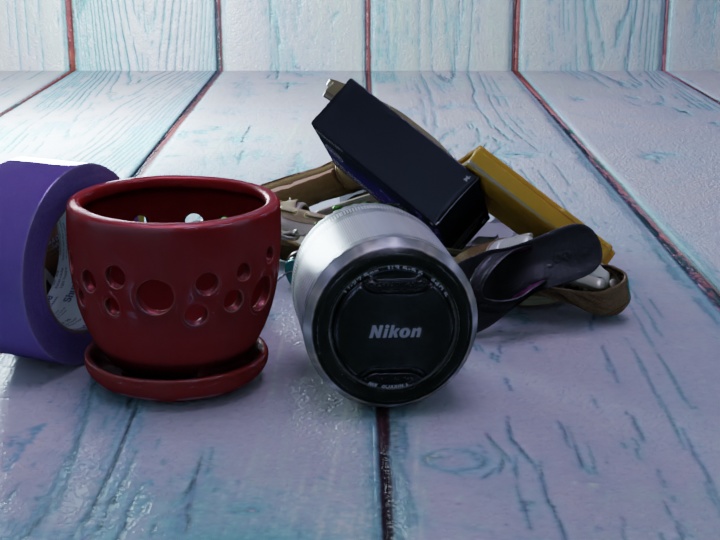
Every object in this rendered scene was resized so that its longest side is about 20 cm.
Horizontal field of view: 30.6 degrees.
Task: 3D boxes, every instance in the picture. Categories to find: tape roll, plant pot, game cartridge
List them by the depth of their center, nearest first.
[{"bbox_3d":[-0.173,0.017,1.241,0.199,0.184,0.200,0,15,0],"label":"plant pot"},{"bbox_3d":[-0.307,-0.010,1.308,0.085,0.201,0.200,7,17,24],"label":"tape roll"},{"bbox_3d":[0.197,-0.069,1.543,0.200,0.033,0.176,35,-4,-4],"label":"game cartridge"}]

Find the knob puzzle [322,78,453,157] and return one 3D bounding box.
[{"bbox_3d":[0.035,-0.190,1.749,0.219,0.031,0.220,30,15,-9],"label":"knob puzzle"}]

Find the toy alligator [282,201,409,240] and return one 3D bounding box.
[{"bbox_3d":[-0.010,-0.054,1.520,0.199,0.055,0.059,6,5,25],"label":"toy alligator"}]

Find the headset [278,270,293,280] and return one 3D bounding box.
[{"bbox_3d":[-0.136,0.041,1.407,0.199,0.094,0.123,-10,15,25],"label":"headset"}]

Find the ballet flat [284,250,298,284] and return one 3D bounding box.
[{"bbox_3d":[0.000,0.000,1.505,0.199,0.068,0.067,15,30,40],"label":"ballet flat"}]

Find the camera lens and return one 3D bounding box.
[{"bbox_3d":[0.018,0.027,1.247,0.159,0.161,0.200,-2,16,-7],"label":"camera lens"}]

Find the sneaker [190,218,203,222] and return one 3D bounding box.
[{"bbox_3d":[-0.197,-0.015,1.591,0.083,0.077,0.200,-17,12,8],"label":"sneaker"}]

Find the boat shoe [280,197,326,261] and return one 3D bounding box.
[{"bbox_3d":[-0.084,-0.054,1.658,0.199,0.074,0.069,21,67,34],"label":"boat shoe"}]

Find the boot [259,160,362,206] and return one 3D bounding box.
[{"bbox_3d":[-0.066,-0.115,1.795,0.199,0.066,0.175,-17,-7,-3],"label":"boot"}]

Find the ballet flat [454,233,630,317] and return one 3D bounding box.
[{"bbox_3d":[0.202,-0.002,1.442,0.199,0.072,0.068,17,54,7],"label":"ballet flat"}]

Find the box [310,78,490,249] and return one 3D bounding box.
[{"bbox_3d":[0.049,-0.117,1.549,0.200,0.079,0.141,40,-8,20],"label":"box"}]

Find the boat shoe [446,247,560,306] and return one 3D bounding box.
[{"bbox_3d":[0.166,0.003,1.511,0.199,0.063,0.073,-2,16,-7],"label":"boat shoe"}]

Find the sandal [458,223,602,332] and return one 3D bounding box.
[{"bbox_3d":[0.160,0.004,1.383,0.200,0.076,0.048,-27,-6,-3],"label":"sandal"}]

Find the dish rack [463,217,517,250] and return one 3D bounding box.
[{"bbox_3d":[0.115,-0.041,1.704,0.199,0.044,0.172,4,17,17],"label":"dish rack"}]

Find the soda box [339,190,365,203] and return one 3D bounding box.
[{"bbox_3d":[0.067,-0.109,1.903,0.199,0.064,0.068,10,19,34],"label":"soda box"}]

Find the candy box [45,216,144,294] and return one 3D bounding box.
[{"bbox_3d":[-0.319,-0.012,1.466,0.055,0.116,0.200,8,17,28],"label":"candy box"}]

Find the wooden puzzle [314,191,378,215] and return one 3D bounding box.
[{"bbox_3d":[0.053,-0.093,1.740,0.184,0.047,0.200,-16,5,21],"label":"wooden puzzle"}]
